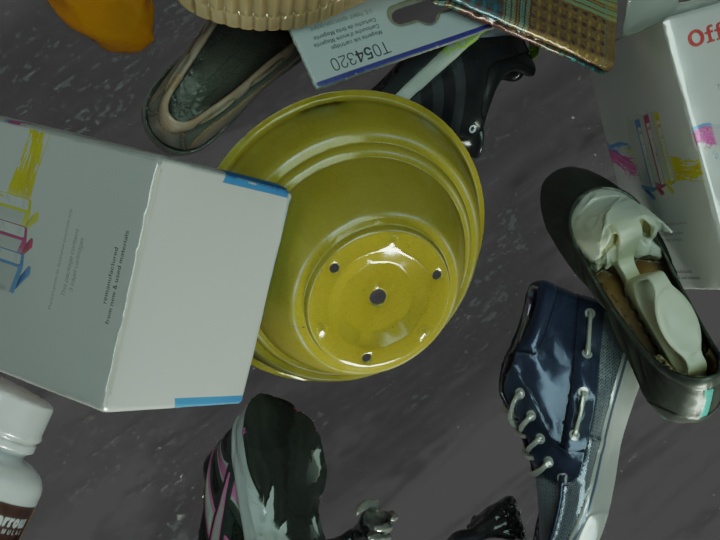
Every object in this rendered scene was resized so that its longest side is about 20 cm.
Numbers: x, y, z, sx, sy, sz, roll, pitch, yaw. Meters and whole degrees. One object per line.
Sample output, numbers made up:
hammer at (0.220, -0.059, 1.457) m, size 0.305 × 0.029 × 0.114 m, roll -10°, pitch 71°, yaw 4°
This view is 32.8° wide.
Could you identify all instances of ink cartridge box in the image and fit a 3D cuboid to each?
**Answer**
ink cartridge box at (0.249, -0.102, 0.831) m, size 0.127 × 0.125 × 0.203 m, roll -16°, pitch 93°, yaw -14°
ink cartridge box at (-0.164, -0.012, 0.684) m, size 0.197 × 0.128 × 0.127 m, roll 15°, pitch 93°, yaw 28°
ink cartridge box at (0.002, -0.224, 0.777) m, size 0.194 × 0.043 × 0.203 m, roll -22°, pitch 86°, yaw -29°

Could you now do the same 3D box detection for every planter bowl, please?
planter bowl at (0.000, 0.000, 0.748) m, size 0.197 × 0.084 × 0.204 m, roll -9°, pitch 119°, yaw -16°

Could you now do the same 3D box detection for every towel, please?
towel at (0.113, -0.240, 0.803) m, size 0.145 × 0.022 × 0.203 m, roll 17°, pitch 67°, yaw -23°

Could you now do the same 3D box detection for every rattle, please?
rattle at (-0.189, -0.184, 0.682) m, size 0.129 × 0.200 × 0.144 m, roll -29°, pitch 96°, yaw -12°

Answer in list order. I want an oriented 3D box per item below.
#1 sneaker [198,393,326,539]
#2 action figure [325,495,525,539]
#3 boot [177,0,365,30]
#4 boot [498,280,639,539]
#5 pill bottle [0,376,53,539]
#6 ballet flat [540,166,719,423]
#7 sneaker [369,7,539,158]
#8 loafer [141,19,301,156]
sneaker at (-0.059, 0.185, 0.747) m, size 0.079 × 0.086 × 0.203 m, roll 20°, pitch 50°, yaw -31°
action figure at (0.018, 0.204, 0.780) m, size 0.197 × 0.102 × 0.121 m, roll -14°, pitch 77°, yaw -10°
boot at (-0.039, -0.232, 0.715) m, size 0.197 × 0.073 × 0.168 m, roll -15°, pitch 68°, yaw -23°
boot at (0.128, 0.112, 0.834) m, size 0.089 × 0.073 × 0.203 m, roll 20°, pitch 77°, yaw -6°
pill bottle at (-0.257, 0.155, 0.708) m, size 0.108 × 0.109 × 0.203 m, roll 27°, pitch 84°, yaw -12°
ballet flat at (0.183, 0.002, 0.802) m, size 0.067 × 0.069 × 0.202 m, roll -23°, pitch 67°, yaw -11°
sneaker at (0.047, -0.098, 0.808) m, size 0.083 × 0.072 × 0.200 m, roll 45°, pitch 79°, yaw -11°
loafer at (-0.063, -0.157, 0.784) m, size 0.072 × 0.063 × 0.201 m, roll 39°, pitch 81°, yaw -10°
